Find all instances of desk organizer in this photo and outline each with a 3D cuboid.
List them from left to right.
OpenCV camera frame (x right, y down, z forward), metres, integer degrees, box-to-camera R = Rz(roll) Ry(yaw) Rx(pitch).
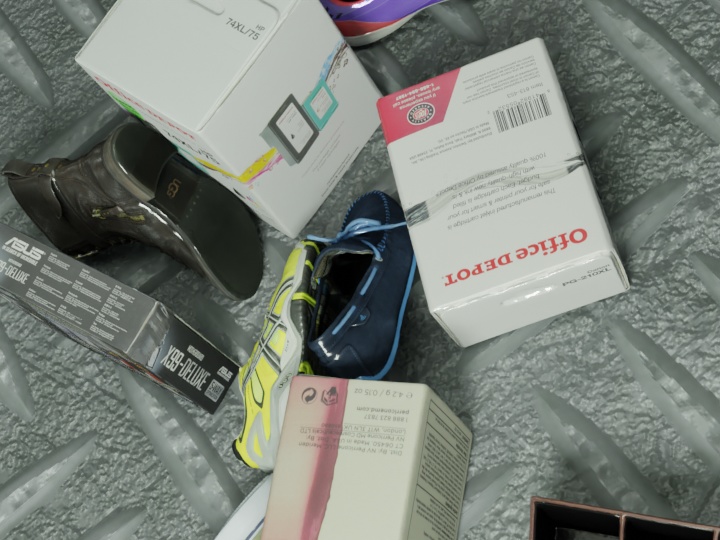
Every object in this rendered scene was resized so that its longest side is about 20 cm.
[{"bbox_3d":[0.211,0.209,1.019,0.199,0.077,0.072,6,70,23],"label":"desk organizer"}]

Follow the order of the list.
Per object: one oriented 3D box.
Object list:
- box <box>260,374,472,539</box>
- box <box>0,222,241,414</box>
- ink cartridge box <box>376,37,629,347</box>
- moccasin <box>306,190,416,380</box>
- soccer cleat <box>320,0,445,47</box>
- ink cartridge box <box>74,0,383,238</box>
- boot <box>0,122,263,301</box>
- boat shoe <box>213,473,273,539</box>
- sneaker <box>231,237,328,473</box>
[{"bbox_3d":[0.001,0.190,1.077,0.109,0.128,0.201,3,68,22],"label":"box"},{"bbox_3d":[-0.214,0.035,1.208,0.200,0.158,0.050,24,78,28],"label":"box"},{"bbox_3d":[0.110,-0.060,1.169,0.144,0.084,0.201,-20,61,11],"label":"ink cartridge box"},{"bbox_3d":[0.000,0.000,1.156,0.080,0.068,0.200,-34,31,27],"label":"moccasin"},{"bbox_3d":[0.055,-0.265,1.285,0.200,0.073,0.068,-28,61,8],"label":"soccer cleat"},{"bbox_3d":[-0.099,-0.153,1.221,0.147,0.200,0.146,32,81,29],"label":"ink cartridge box"},{"bbox_3d":[-0.193,-0.039,1.266,0.174,0.200,0.069,-18,31,45],"label":"boot"},{"bbox_3d":[-0.103,0.250,1.134,0.062,0.072,0.200,33,85,4],"label":"boat shoe"},{"bbox_3d":[-0.061,0.064,1.188,0.076,0.075,0.201,-9,58,31],"label":"sneaker"}]
